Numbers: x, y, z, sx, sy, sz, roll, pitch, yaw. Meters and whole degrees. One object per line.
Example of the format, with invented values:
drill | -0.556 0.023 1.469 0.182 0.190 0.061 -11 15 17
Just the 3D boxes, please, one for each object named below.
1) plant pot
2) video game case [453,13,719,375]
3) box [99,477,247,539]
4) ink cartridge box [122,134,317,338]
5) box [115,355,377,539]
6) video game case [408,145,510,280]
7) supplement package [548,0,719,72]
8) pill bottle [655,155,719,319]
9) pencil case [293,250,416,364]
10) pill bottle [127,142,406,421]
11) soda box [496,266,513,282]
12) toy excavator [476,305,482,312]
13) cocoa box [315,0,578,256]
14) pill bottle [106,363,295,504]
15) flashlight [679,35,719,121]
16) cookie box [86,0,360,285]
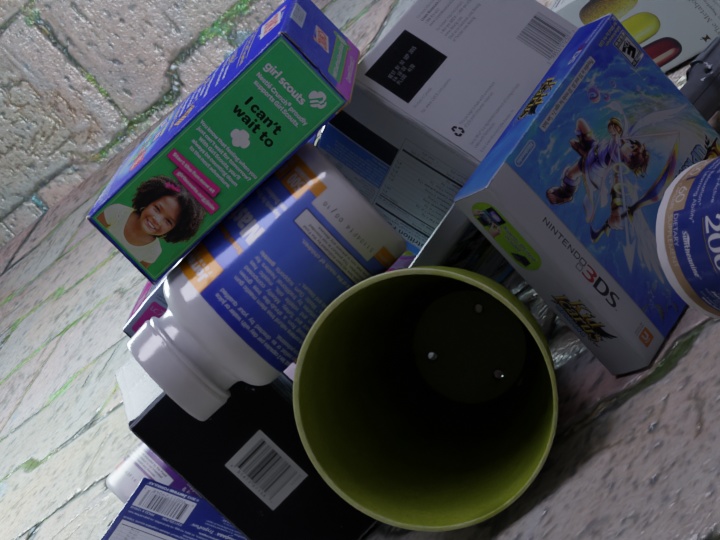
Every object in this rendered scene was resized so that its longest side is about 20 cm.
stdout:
plant pot | 0.063 0.074 1.556 0.187 0.187 0.200 -40 0 15
video game case | 0.185 -0.057 1.540 0.045 0.181 0.200 -20 28 54
box | -0.177 0.268 1.752 0.200 0.121 0.032 -55 -25 -40
ink cartridge box | -0.110 -0.034 1.691 0.200 0.042 0.119 -45 13 29
box | -0.090 0.133 1.707 0.104 0.200 0.182 -45 15 0
video game case | 0.109 -0.044 1.673 0.182 0.022 0.200 -25 -24 -52
supplement package | 0.286 -0.263 1.975 0.200 0.114 0.110 -29 20 48
pill bottle | 0.287 -0.032 1.340 0.111 0.111 0.200 -51 16 -24
pencil case | 0.000 0.000 1.801 0.200 0.087 0.087 -52 11 20
pill bottle | -0.072 0.012 1.541 0.200 0.112 0.112 -44 15 1
soda box | 0.147 -0.069 1.905 0.200 0.064 0.068 -46 15 -10
toy excavator | 0.008 0.028 1.903 0.100 0.194 0.200 -52 -11 -29
cocoa box | 0.068 -0.132 1.703 0.200 0.133 0.131 -51 -8 -41
pill bottle | -0.123 0.157 1.905 0.200 0.111 0.111 -46 15 -7
flashlight | 0.254 -0.110 1.749 0.068 0.068 0.200 17 55 44
cookie box | -0.097 -0.102 1.563 0.200 0.075 0.171 -43 11 15
